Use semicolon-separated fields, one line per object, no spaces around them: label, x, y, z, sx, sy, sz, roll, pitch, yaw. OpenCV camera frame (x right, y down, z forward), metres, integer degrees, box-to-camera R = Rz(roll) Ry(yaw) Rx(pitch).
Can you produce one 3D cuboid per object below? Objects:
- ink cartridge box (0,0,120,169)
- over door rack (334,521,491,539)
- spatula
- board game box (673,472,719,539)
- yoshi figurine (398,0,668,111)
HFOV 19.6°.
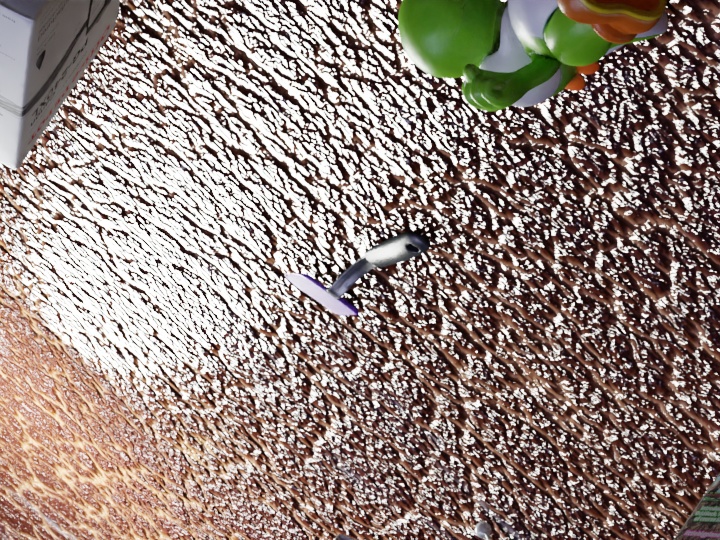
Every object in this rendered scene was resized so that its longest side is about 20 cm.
ink cartridge box;-0.219;-0.181;1.374;0.083;0.146;0.200;29;153;2
over door rack;0.080;0.270;1.716;0.199;0.067;0.148;4;139;20
spatula;0.000;0.000;1.491;0.056;0.021;0.200;35;153;-14
board game box;0.269;0.172;1.193;0.097;0.200;0.159;50;152;-19
yoshi figurine;0.080;-0.140;1.104;0.112;0.112;0.200;58;155;3
